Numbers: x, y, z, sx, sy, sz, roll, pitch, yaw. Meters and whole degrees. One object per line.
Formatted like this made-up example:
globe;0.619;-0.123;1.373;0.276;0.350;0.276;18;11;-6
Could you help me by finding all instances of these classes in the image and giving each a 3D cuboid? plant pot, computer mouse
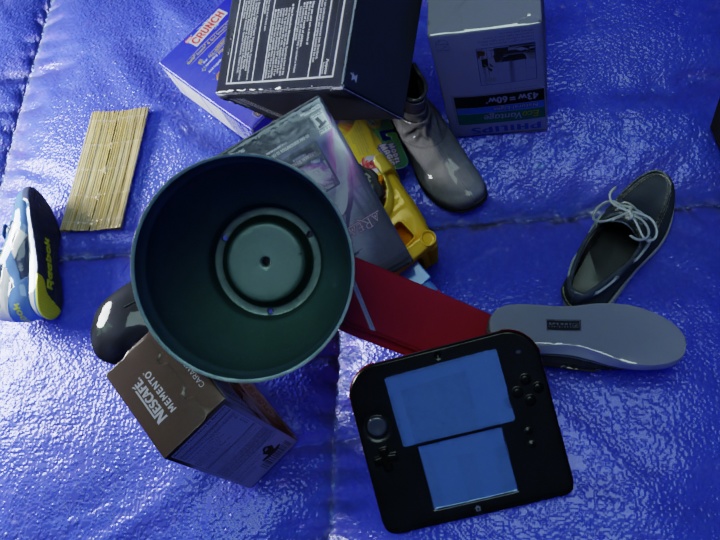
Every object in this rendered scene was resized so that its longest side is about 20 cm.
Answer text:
plant pot;-0.099;-0.005;0.740;0.199;0.134;0.202;0;93;4
computer mouse;-0.257;0.035;0.961;0.200;0.053;0.139;-36;63;-4

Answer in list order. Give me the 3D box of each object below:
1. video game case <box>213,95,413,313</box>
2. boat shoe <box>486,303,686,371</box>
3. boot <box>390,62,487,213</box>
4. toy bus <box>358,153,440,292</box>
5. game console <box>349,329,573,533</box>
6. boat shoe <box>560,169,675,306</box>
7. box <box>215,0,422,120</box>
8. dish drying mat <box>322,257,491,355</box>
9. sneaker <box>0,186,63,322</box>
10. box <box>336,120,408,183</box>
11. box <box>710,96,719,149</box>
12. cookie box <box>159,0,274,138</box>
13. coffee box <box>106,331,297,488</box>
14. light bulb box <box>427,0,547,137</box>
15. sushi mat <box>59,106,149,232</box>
video game case;-0.054;-0.061;0.816;0.142;0.019;0.201;-30;90;1
boat shoe;0.234;0.074;0.817;0.199;0.057;0.069;6;58;16
boot;0.078;-0.169;0.926;0.070;0.132;0.200;-33;62;-4
toy bus;0.000;0.000;0.882;0.200;0.136;0.192;-36;78;-2
game console;0.099;0.163;0.788;0.199;0.031;0.178;-15;86;8
boat shoe;0.285;-0.038;0.852;0.075;0.062;0.200;36;78;28
box;-0.043;-0.282;0.889;0.198;0.123;0.201;8;87;39
dish drying mat;0.056;0.052;0.813;0.199;0.018;0.077;23;77;-24
sneaker;-0.449;-0.022;1.026;0.082;0.074;0.201;-16;62;9
box;-0.043;-0.131;0.989;0.199;0.048;0.118;-23;62;6
box;0.473;-0.120;0.818;0.121;0.106;0.201;-15;62;6
cookie box;-0.146;-0.279;1.066;0.200;0.075;0.171;38;79;26
coffee box;-0.156;0.143;0.799;0.080;0.200;0.114;-43;62;-5
light bulb box;0.158;-0.298;0.928;0.124;0.200;0.199;-2;65;14
sushi mat;-0.359;-0.144;1.092;0.095;0.012;0.201;0;66;13
